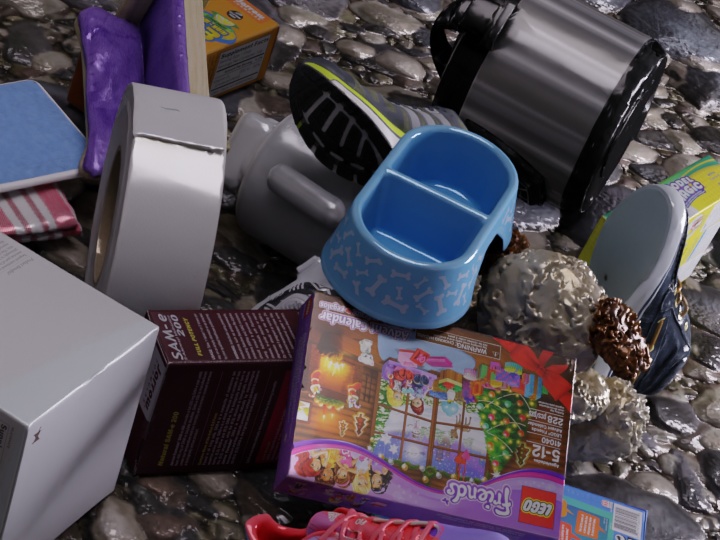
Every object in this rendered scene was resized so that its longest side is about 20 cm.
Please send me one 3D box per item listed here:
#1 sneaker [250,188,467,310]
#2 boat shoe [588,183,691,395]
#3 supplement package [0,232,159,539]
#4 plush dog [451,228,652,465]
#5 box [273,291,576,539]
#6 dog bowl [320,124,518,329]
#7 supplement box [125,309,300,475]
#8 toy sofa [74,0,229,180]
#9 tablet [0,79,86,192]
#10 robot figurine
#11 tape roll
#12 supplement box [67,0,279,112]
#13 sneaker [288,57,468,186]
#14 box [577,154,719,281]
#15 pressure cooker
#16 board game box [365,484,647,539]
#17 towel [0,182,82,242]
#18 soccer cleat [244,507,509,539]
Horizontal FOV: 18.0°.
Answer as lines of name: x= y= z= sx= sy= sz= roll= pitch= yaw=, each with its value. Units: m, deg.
sneaker: x=0.000 y=0.000 z=1.720 sx=0.075 sy=0.199 sz=0.115 roll=49 pitch=35 yaw=-34
boat shoe: x=0.226 y=0.016 z=1.783 sx=0.090 sy=0.201 sz=0.071 roll=1 pitch=39 yaw=-31
supplement package: x=-0.268 y=0.076 z=1.505 sx=0.199 sy=0.151 sz=0.152 roll=30 pitch=35 yaw=16
plush dog: x=0.122 y=0.058 z=1.697 sx=0.200 sy=0.172 sz=0.160 roll=35 pitch=38 yaw=20
box: x=0.047 y=0.105 z=1.570 sx=0.199 sy=0.039 sz=0.138 roll=14 pitch=66 yaw=-14
dog bowl: x=0.048 y=-0.037 z=1.619 sx=0.111 sy=0.050 sz=0.200 roll=26 pitch=39 yaw=8
supplement box: x=-0.066 y=0.085 z=1.627 sx=0.199 sy=0.109 sz=0.061 roll=0 pitch=40 yaw=-27
toy sofa: x=-0.169 y=-0.154 z=1.834 sx=0.097 sy=0.083 sz=0.201 roll=16 pitch=46 yaw=-25
tablet: x=-0.314 y=-0.099 z=1.795 sx=0.199 sy=0.014 sz=0.130 roll=-13 pitch=46 yaw=-35
robot figurine: x=-0.021 y=-0.053 z=1.832 sx=0.199 sy=0.113 sz=0.170 roll=31 pitch=10 yaw=16
tape roll: x=-0.153 y=-0.034 z=1.668 sx=0.070 sy=0.203 sz=0.203 roll=11 pitch=35 yaw=-12
supplement box: x=-0.161 y=-0.182 z=1.986 sx=0.066 sy=0.069 sz=0.200 roll=37 pitch=36 yaw=21
sneaker: x=0.032 y=-0.101 z=1.765 sx=0.200 sy=0.074 sz=0.081 roll=38 pitch=45 yaw=-9
box: x=0.232 y=-0.014 z=1.896 sx=0.048 sy=0.118 sz=0.200 roll=40 pitch=39 yaw=17
pressure cooker: x=0.150 y=-0.165 z=2.016 sx=0.199 sy=0.176 sz=0.179 roll=30 pitch=32 yaw=9
board game box: x=0.099 y=0.201 z=1.602 sx=0.199 sy=0.045 sz=0.152 roll=19 pitch=35 yaw=-2
towel: x=-0.333 y=-0.060 z=1.773 sx=0.199 sy=0.030 sz=0.146 roll=-10 pitch=43 yaw=-31
soccer cleat: x=0.008 y=0.184 z=1.469 sx=0.199 sy=0.077 sz=0.067 roll=-14 pitch=11 yaw=37
